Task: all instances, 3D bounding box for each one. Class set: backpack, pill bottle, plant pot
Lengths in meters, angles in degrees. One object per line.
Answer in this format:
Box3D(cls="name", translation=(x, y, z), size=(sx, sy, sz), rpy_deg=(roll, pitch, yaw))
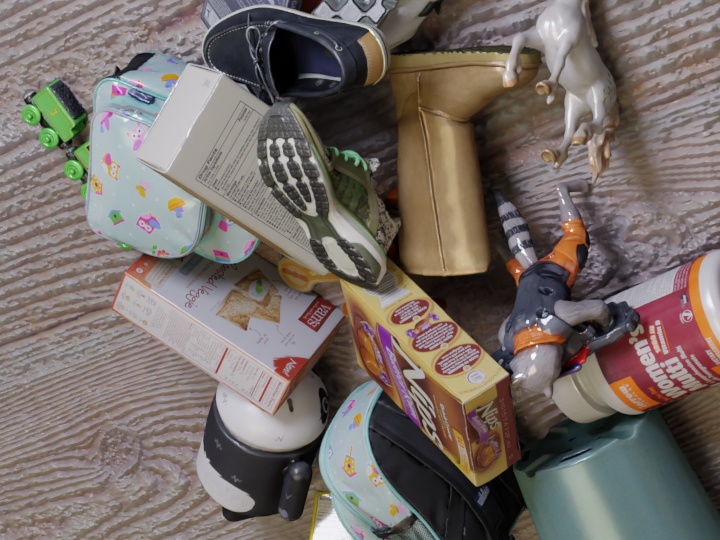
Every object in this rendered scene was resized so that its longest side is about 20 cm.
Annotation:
Box3D(cls="backpack", translation=(0.057, 0.195, 1.747), size=(0.153, 0.176, 0.200), rpy_deg=(-21, 114, 47))
Box3D(cls="backpack", translation=(-0.163, -0.100, 1.714), size=(0.198, 0.154, 0.177), rpy_deg=(15, 121, 10))
Box3D(cls="pill bottle", translation=(0.267, 0.065, 1.606), size=(0.199, 0.110, 0.110), rpy_deg=(-27, 104, 37))
Box3D(cls="plant pot", translation=(0.250, 0.238, 1.683), size=(0.199, 0.200, 0.197), rpy_deg=(-20, 100, 36))

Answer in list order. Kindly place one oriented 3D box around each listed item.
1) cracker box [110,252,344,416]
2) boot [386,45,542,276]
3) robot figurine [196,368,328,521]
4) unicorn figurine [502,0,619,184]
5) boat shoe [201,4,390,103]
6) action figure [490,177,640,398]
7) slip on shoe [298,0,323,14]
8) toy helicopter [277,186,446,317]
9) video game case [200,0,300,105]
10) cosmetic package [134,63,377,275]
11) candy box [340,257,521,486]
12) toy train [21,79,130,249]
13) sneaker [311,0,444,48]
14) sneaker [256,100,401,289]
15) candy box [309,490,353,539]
Box3D(cls="cracker box", translation=(-0.131, 0.041, 1.792), size=(0.199, 0.134, 0.058), rpy_deg=(33, 129, 5))
Box3D(cls="boot", translation=(0.097, -0.097, 1.586), size=(0.174, 0.066, 0.202), rpy_deg=(4, 103, 48))
Box3D(cls="robot figurine", translation=(-0.101, 0.176, 1.867), size=(0.149, 0.125, 0.201), rpy_deg=(27, 132, 9))
Box3D(cls="unicorn figurine", translation=(0.179, -0.182, 1.501), size=(0.073, 0.138, 0.201), rpy_deg=(14, 144, 27))
Box3D(cls="boat shoe", translation=(-0.067, -0.184, 1.527), size=(0.199, 0.062, 0.075), rpy_deg=(10, 120, 38))
Box3D(cls="action figure", translation=(0.144, 0.033, 1.597), size=(0.199, 0.195, 0.104), rpy_deg=(-32, 131, 32))
Box3D(cls="slip on shoe", translation=(-0.039, -0.237, 1.612), size=(0.061, 0.074, 0.201), rpy_deg=(10, 131, -7))
Box3D(cls="toy helicopter", translation=(0.000, 0.000, 1.750), size=(0.199, 0.079, 0.133), rpy_deg=(-6, 126, 43))
Box3D(cls="video game case", translation=(-0.091, -0.271, 1.596), size=(0.143, 0.019, 0.201), rpy_deg=(56, 141, 39))
Box3D(cls="cosmetic package", translation=(-0.092, -0.090, 1.602), size=(0.200, 0.106, 0.071), rpy_deg=(35, 174, -34))
Box3D(cls="candy box", translation=(0.062, 0.088, 1.612), size=(0.200, 0.056, 0.117), rpy_deg=(43, 155, 41))
Box3D(cls="toy train", translation=(-0.273, -0.109, 1.838), size=(0.056, 0.042, 0.201), rpy_deg=(-32, 101, 28))
Box3D(cls="sneaker", translation=(0.037, -0.250, 1.566), size=(0.200, 0.088, 0.074), rpy_deg=(-39, 73, 17))
Box3D(cls="sneaker", translation=(-0.023, -0.080, 1.573), size=(0.076, 0.089, 0.201), rpy_deg=(7, 138, 40))
Box3D(cls="candy box", translation=(0.044, 0.292, 1.855), size=(0.198, 0.103, 0.026), rpy_deg=(6, 161, 9))
